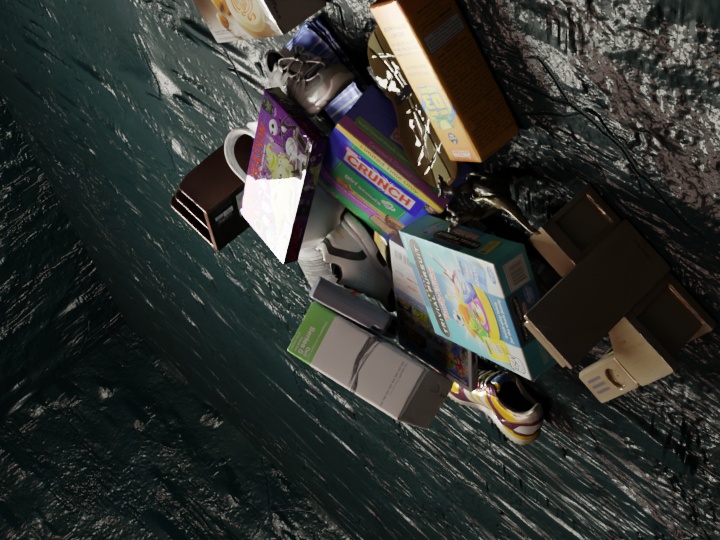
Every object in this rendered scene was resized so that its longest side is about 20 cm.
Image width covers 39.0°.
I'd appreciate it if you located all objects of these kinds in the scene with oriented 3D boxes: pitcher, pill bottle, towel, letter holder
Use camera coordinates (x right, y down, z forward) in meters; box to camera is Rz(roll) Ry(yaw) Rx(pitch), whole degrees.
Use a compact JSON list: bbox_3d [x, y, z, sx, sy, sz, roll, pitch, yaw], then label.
[{"bbox_3d":[-0.118,-0.129,1.473,0.170,0.121,0.203,-16,84,37],"label":"pitcher"},{"bbox_3d":[-0.059,-0.057,1.610,0.113,0.114,0.202,22,145,52],"label":"pill bottle"},{"bbox_3d":[-0.028,-0.236,1.373,0.201,0.024,0.145,54,160,-8],"label":"towel"},{"bbox_3d":[-0.202,-0.158,1.613,0.142,0.199,0.101,40,157,26],"label":"letter holder"}]

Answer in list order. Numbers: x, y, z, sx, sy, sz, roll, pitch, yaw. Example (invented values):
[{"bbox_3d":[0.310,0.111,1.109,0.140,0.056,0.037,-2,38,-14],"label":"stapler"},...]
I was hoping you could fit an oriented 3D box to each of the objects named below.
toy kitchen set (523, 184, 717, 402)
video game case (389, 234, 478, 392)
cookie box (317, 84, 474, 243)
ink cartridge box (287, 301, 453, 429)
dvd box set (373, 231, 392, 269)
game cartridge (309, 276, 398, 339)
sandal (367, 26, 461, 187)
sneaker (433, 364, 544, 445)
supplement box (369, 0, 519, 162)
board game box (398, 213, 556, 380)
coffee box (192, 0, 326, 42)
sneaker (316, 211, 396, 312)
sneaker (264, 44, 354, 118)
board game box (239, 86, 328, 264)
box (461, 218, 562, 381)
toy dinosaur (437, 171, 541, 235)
[{"bbox_3d":[0.235,0.057,1.121,0.200,0.163,0.181,48,159,6],"label":"toy kitchen set"},{"bbox_3d":[0.100,0.060,1.375,0.142,0.018,0.202,32,144,35],"label":"video game case"},{"bbox_3d":[0.031,-0.128,1.314,0.171,0.076,0.200,39,161,-4],"label":"cookie box"},{"bbox_3d":[0.017,0.136,1.449,0.199,0.085,0.145,30,179,25],"label":"ink cartridge box"},{"bbox_3d":[0.079,0.019,1.487,0.201,0.029,0.147,59,165,24],"label":"dvd box set"},{"bbox_3d":[-0.008,0.055,1.498,0.132,0.041,0.200,24,178,9],"label":"game cartridge"},{"bbox_3d":[0.073,-0.197,1.194,0.080,0.054,0.202,-28,87,56],"label":"sandal"},{"bbox_3d":[0.196,0.175,1.546,0.199,0.075,0.091,32,146,26],"label":"sneaker"},{"bbox_3d":[0.092,-0.216,1.098,0.201,0.069,0.066,57,161,-21],"label":"supplement box"},{"bbox_3d":[0.134,0.027,1.187,0.199,0.047,0.153,23,139,59],"label":"board game box"},{"bbox_3d":[-0.144,-0.366,1.312,0.199,0.080,0.115,16,140,57],"label":"coffee box"},{"bbox_3d":[0.000,0.000,1.470,0.074,0.080,0.201,49,176,46],"label":"sneaker"},{"bbox_3d":[-0.078,-0.250,1.312,0.082,0.075,0.199,54,162,-24],"label":"sneaker"},{"bbox_3d":[-0.104,-0.122,1.335,0.120,0.032,0.202,51,140,36],"label":"board game box"},{"bbox_3d":[0.190,0.037,1.339,0.157,0.050,0.201,41,158,27],"label":"box"},{"bbox_3d":[0.134,-0.078,1.133,0.200,0.087,0.048,-104,9,-68],"label":"toy dinosaur"}]
